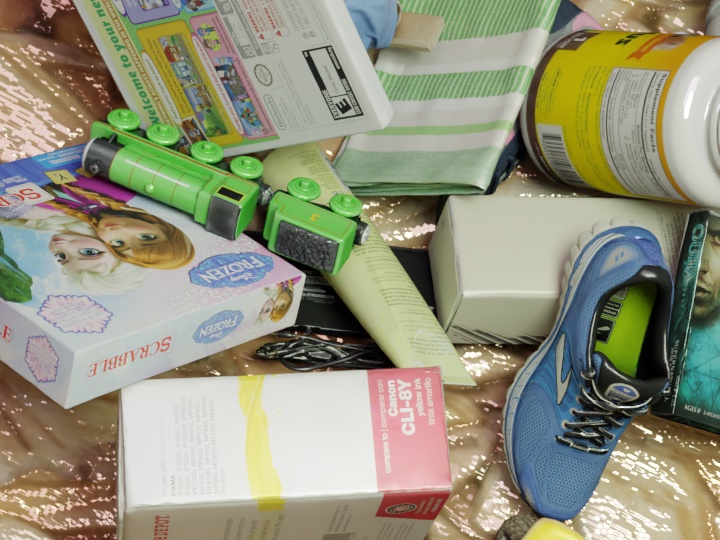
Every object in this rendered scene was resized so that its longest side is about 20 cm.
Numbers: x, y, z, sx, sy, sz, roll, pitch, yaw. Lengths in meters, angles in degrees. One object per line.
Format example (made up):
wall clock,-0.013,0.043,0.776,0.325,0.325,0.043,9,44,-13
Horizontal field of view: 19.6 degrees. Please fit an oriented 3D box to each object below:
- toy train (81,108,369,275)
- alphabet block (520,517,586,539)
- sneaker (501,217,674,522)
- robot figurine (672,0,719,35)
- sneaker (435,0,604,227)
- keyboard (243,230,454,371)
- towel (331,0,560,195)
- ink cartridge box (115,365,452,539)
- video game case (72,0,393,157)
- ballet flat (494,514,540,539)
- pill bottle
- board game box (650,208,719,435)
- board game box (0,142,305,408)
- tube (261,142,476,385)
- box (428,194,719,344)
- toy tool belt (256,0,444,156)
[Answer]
toy train,-0.090,-0.050,1.337,0.199,0.042,0.056,21,37,11
alphabet block,0.125,0.275,1.208,0.196,0.200,0.196,36,86,8
sneaker,0.146,0.071,1.318,0.078,0.089,0.201,10,109,-14
robot figurine,0.292,-0.132,1.451,0.168,0.113,0.201,5,68,12
sneaker,0.112,-0.106,1.443,0.082,0.070,0.201,21,71,0
keyboard,-0.037,0.027,1.399,0.199,0.040,0.105,6,54,-9
towel,0.060,-0.140,1.424,0.023,0.152,0.201,41,63,-38
ink cartridge box,-0.053,0.121,1.295,0.199,0.145,0.084,-2,71,-8
video game case,-0.094,-0.163,1.304,0.181,0.201,0.022,-8,32,33
ballet flat,0.153,0.239,1.329,0.067,0.046,0.200,-30,75,-18
pill bottle,0.204,-0.099,1.359,0.109,0.199,0.110,-7,101,-36
board game box,0.285,0.052,1.368,0.199,0.028,0.136,17,79,-29
board game box,-0.172,-0.005,1.296,0.199,0.041,0.199,32,32,29
tube,0.000,0.000,1.370,0.058,0.052,0.200,-26,62,-21
box,0.150,0.001,1.394,0.199,0.069,0.083,2,59,-11
toy tool belt,-0.049,-0.143,1.411,0.200,0.125,0.123,-40,70,-18
